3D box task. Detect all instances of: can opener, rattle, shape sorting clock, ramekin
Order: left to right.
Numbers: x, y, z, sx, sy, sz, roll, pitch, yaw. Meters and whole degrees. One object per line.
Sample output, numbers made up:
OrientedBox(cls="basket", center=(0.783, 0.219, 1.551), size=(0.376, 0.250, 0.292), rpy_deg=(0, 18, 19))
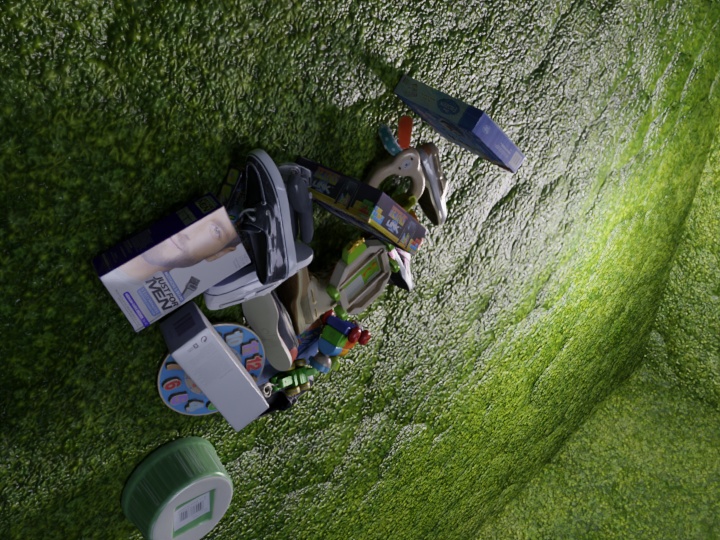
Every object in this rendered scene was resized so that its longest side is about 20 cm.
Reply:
OrientedBox(cls="ramekin", center=(-0.338, 0.427, 1.209), size=(0.198, 0.097, 0.203), rpy_deg=(-28, 136, -31))
OrientedBox(cls="shape sorting clock", center=(-0.262, 0.179, 1.139), size=(0.197, 0.039, 0.203), rpy_deg=(-21, 130, -27))
OrientedBox(cls="can opener", center=(-0.105, -0.096, 1.030), size=(0.201, 0.052, 0.068), rpy_deg=(94, 5, -59))
OrientedBox(cls="rattle", center=(0.076, -0.158, 1.181), size=(0.128, 0.144, 0.202), rpy_deg=(10, 133, -9))

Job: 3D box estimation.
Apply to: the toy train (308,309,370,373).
OrientedBox(cls="toy train", center=(-0.038, 0.160, 1.349), size=(0.117, 0.084, 0.200), rpy_deg=(-60, 160, 0))

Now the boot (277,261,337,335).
OrientedBox(cls="boot", center=(-0.078, 0.014, 1.206), size=(0.154, 0.073, 0.202), rpy_deg=(-31, 139, -29))

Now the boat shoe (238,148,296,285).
OrientedBox(cls="boat shoe", center=(-0.151, -0.078, 0.967), size=(0.067, 0.071, 0.204), rpy_deg=(-23, 113, -37))

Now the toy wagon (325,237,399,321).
OrientedBox(cls="toy wagon", center=(0.000, 0.000, 1.193), size=(0.155, 0.039, 0.201), rpy_deg=(-42, 146, -17))

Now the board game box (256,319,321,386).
OrientedBox(cls="board game box", center=(-0.164, 0.169, 1.274), size=(0.198, 0.019, 0.104), rpy_deg=(-18, 131, -39))

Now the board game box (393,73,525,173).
OrientedBox(cls="board game box", center=(0.184, -0.268, 1.181), size=(0.199, 0.198, 0.044), rpy_deg=(24, 102, -53))

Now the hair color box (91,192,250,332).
OrientedBox(cls="hair color box", center=(-0.274, -0.014, 0.940), size=(0.199, 0.065, 0.110), rpy_deg=(-34, 129, -16))

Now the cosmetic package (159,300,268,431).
OrientedBox(cls="cosmetic package", center=(-0.240, 0.159, 1.055), size=(0.071, 0.101, 0.202), rpy_deg=(-36, 124, -10))

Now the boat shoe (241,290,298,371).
OrientedBox(cls="boat shoe", center=(-0.161, 0.090, 1.177), size=(0.063, 0.070, 0.203), rpy_deg=(-61, 142, -50))

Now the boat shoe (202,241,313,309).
OrientedBox(cls="boat shoe", center=(-0.169, 0.008, 1.053), size=(0.197, 0.074, 0.066), rpy_deg=(-17, 134, -26))

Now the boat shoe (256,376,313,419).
OrientedBox(cls="boat shoe", center=(-0.165, 0.256, 1.300), size=(0.198, 0.066, 0.071), rpy_deg=(-8, 124, -45))

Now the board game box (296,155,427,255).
OrientedBox(cls="board game box", center=(-0.005, -0.110, 1.087), size=(0.057, 0.198, 0.165), rpy_deg=(-60, 144, -2))

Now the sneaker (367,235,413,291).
OrientedBox(cls="sneaker", center=(0.083, -0.033, 1.354), size=(0.087, 0.080, 0.201), rpy_deg=(-54, 150, -19))

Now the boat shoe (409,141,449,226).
OrientedBox(cls="boat shoe", center=(0.151, -0.175, 1.320), size=(0.068, 0.075, 0.201), rpy_deg=(-39, 140, -11))

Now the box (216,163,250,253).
OrientedBox(cls="box", center=(-0.202, -0.062, 1.041), size=(0.109, 0.035, 0.202), rpy_deg=(14, 107, -52))

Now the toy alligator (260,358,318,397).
OrientedBox(cls="toy alligator", center=(-0.151, 0.214, 1.247), size=(0.199, 0.053, 0.060), rpy_deg=(-8, 87, -63))
